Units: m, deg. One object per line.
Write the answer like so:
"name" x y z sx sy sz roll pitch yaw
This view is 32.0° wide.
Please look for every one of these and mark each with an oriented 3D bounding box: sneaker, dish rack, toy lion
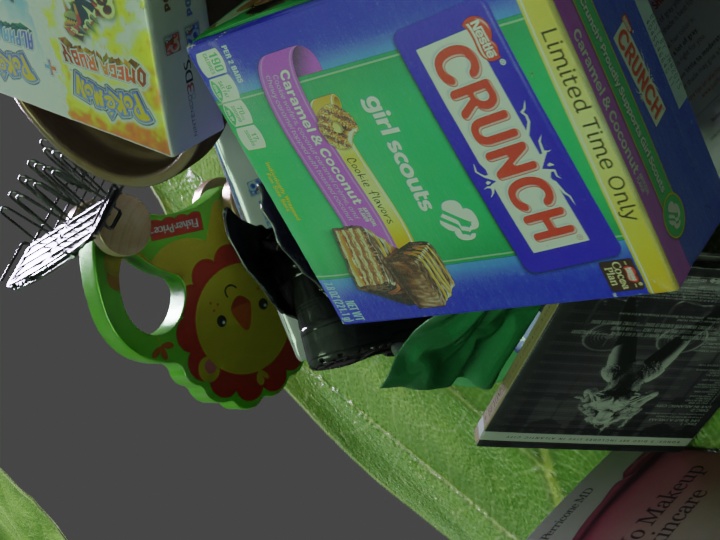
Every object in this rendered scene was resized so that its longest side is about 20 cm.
"sneaker" -0.002 0.001 0.775 0.060 0.199 0.105 -26 80 30
"dish rack" -0.212 -0.081 0.947 0.054 0.202 0.153 37 141 -25
"toy lion" -0.130 0.024 1.035 0.068 0.198 0.195 -6 96 50

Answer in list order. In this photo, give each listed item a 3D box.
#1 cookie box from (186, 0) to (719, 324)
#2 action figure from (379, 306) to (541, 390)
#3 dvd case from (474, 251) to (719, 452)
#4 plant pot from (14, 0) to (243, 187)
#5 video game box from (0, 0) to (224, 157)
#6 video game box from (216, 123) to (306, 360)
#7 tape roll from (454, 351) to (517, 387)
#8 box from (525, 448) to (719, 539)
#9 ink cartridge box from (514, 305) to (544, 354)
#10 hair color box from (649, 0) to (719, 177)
"cookie box" 0.043 -0.068 0.581 0.198 0.075 0.172 -8 120 42
"action figure" 0.091 -0.019 0.699 0.055 0.117 0.201 47 119 25
"dvd case" 0.165 0.053 0.751 0.201 0.146 0.016 109 159 -50
"plant pot" -0.132 -0.159 0.736 0.199 0.092 0.203 23 129 31
"video game box" -0.164 -0.171 0.650 0.198 0.047 0.184 21 133 34
"video game box" -0.069 -0.053 0.916 0.200 0.046 0.184 -124 12 -71
"tape roll" 0.054 -0.014 0.897 0.199 0.048 0.202 32 140 31
"box" 0.224 0.194 0.795 0.199 0.127 0.110 -3 117 52
"ink cartridge box" 0.092 -0.055 0.762 0.196 0.043 0.201 43 124 15
"hair color box" 0.154 -0.155 0.634 0.200 0.061 0.102 49 145 7
